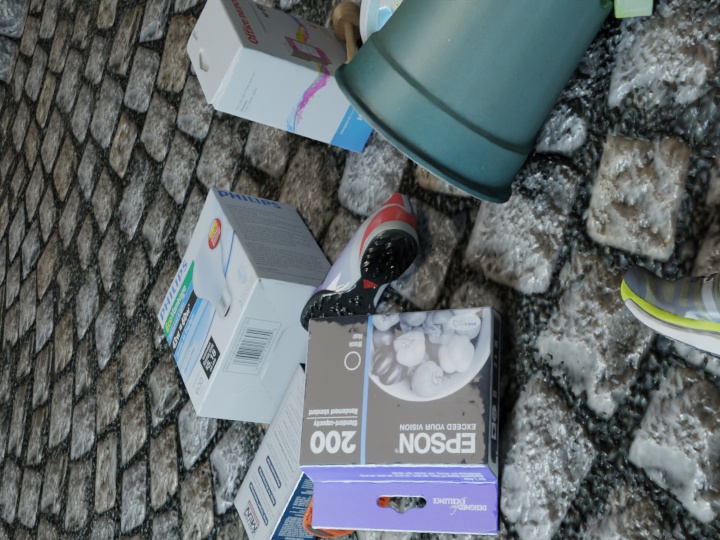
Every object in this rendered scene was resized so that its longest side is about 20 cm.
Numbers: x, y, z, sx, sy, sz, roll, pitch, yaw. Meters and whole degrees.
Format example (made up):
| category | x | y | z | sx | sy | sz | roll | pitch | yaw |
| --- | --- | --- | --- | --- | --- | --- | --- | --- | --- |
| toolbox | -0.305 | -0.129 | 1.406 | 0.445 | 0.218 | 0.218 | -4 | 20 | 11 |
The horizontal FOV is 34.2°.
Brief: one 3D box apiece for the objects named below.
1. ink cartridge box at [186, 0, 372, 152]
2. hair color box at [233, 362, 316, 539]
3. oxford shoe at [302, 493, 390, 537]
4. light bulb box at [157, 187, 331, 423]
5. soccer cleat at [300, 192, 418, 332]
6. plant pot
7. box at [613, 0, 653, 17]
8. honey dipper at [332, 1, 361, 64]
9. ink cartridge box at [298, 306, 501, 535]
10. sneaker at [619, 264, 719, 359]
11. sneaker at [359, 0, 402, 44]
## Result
| category | x | y | z | sx | sy | sz | roll | pitch | yaw |
| --- | --- | --- | --- | --- | --- | --- | --- | --- | --- |
| ink cartridge box | -0.084 | -0.228 | 1.338 | 0.085 | 0.197 | 0.145 | -60 | 36 | 27 |
| hair color box | -0.066 | 0.215 | 1.296 | 0.202 | 0.060 | 0.100 | -64 | 34 | 22 |
| oxford shoe | 0.004 | 0.194 | 1.197 | 0.201 | 0.070 | 0.073 | -53 | 22 | 25 |
| light bulb box | -0.135 | 0.042 | 1.405 | 0.200 | 0.123 | 0.201 | -64 | 35 | 23 |
| soccer cleat | 0.000 | 0.000 | 1.268 | 0.200 | 0.067 | 0.074 | -50 | 23 | 39 |
| plant pot | 0.109 | -0.200 | 1.040 | 0.197 | 0.198 | 0.201 | -55 | 38 | 21 |
| box | 0.214 | -0.313 | 0.921 | 0.036 | 0.200 | 0.147 | -3 | 71 | 11 |
| honey dipper | -0.009 | -0.257 | 1.324 | 0.038 | 0.037 | 0.201 | -62 | 17 | 25 |
| ink cartridge box | 0.036 | 0.140 | 1.092 | 0.195 | 0.043 | 0.204 | -5 | 74 | 26 |
| sneaker | 0.267 | 0.025 | 0.820 | 0.199 | 0.073 | 0.082 | 25 | 94 | 51 |
| sneaker | 0.071 | -0.295 | 1.225 | 0.202 | 0.078 | 0.131 | -65 | 33 | 22 |
